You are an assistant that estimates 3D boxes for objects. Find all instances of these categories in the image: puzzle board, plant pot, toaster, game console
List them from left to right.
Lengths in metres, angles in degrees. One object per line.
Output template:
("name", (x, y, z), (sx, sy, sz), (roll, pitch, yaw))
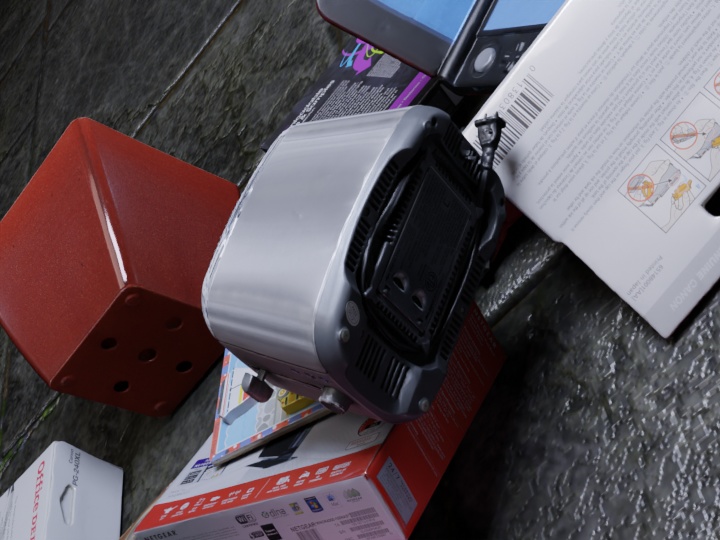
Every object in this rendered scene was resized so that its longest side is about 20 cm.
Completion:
("plant pot", (-0.216, 0.018, 1.122), (0.200, 0.198, 0.177), (-47, 46, 22))
("puzzle board", (-0.034, 0.025, 0.814), (0.149, 0.017, 0.202), (-27, 34, 21))
("toaster", (-0.004, -0.014, 0.702), (0.128, 0.114, 0.202), (3, 62, 42))
("game console", (0.089, -0.235, 0.820), (0.172, 0.118, 0.202), (12, 73, 61))

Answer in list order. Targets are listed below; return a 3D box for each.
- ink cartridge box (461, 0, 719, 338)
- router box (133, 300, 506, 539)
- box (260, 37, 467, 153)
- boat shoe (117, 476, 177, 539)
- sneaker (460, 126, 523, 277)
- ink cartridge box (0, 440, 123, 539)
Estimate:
("ink cartridge box", (0.180, -0.093, 0.701), (0.176, 0.045, 0.201), (44, 104, 20))
("router box", (-0.024, 0.111, 0.771), (0.198, 0.049, 0.180), (-22, 19, 36))
("box", (0.008, -0.137, 1.013), (0.143, 0.036, 0.199), (-51, 30, -11))
("boat shoe", (-0.180, 0.239, 0.984), (0.201, 0.075, 0.072), (-55, 29, 8))
("sneaker", (0.095, -0.074, 0.824), (0.200, 0.070, 0.099), (-45, 36, 28))
("ink cartridge box", (-0.310, 0.280, 1.134), (0.200, 0.083, 0.147), (-43, 35, 28))
